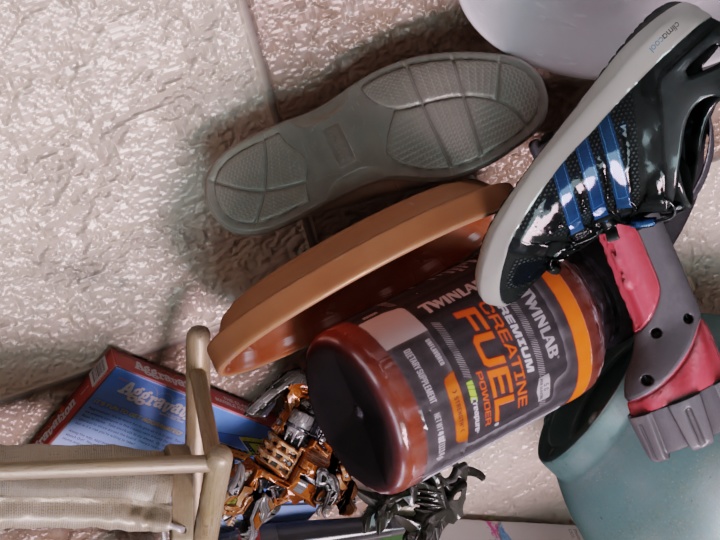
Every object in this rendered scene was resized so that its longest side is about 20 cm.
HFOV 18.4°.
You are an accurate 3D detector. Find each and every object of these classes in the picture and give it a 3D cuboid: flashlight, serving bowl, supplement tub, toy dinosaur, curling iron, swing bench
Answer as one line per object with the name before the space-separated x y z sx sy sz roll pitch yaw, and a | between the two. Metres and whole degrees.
flashlight | 0.157 0.008 1.293 0.068 0.201 0.068 -24 -179 37
serving bowl | 0.147 -0.186 1.186 0.198 0.066 0.201 -2 148 -1
supplement tub | 0.072 0.047 1.332 0.199 0.107 0.107 -26 138 -27
toy dinosaur | 0.004 0.104 1.383 0.199 0.102 0.136 -34 108 11
curling iron | -0.065 0.186 1.447 0.199 0.026 0.050 -13 96 -14
swing bench | -0.184 0.147 1.304 0.197 0.130 0.201 -1 126 -10

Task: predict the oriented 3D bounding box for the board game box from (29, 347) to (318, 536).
board game box | -0.106 0.120 1.409 0.199 0.020 0.103 25 119 -35

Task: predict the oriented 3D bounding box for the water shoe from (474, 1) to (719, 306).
water shoe | 0.138 -0.048 1.194 0.201 0.079 0.071 -55 166 19

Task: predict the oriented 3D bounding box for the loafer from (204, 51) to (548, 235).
loafer | 0.009 -0.072 1.255 0.199 0.072 0.063 -19 175 4

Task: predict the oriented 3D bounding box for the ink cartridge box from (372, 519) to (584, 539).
ink cartridge box | 0.081 0.252 1.547 0.199 0.088 0.146 5 127 -26

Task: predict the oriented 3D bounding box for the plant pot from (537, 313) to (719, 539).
plant pot | 0.198 0.106 1.410 0.134 0.201 0.201 34 115 -9

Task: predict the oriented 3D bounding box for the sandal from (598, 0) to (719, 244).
sandal | 0.182 -0.082 1.321 0.076 0.043 0.201 -4 130 -17

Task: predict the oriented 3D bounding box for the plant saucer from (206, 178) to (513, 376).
plant saucer | 0.000 0.000 1.267 0.199 0.032 0.200 -29 173 -4
